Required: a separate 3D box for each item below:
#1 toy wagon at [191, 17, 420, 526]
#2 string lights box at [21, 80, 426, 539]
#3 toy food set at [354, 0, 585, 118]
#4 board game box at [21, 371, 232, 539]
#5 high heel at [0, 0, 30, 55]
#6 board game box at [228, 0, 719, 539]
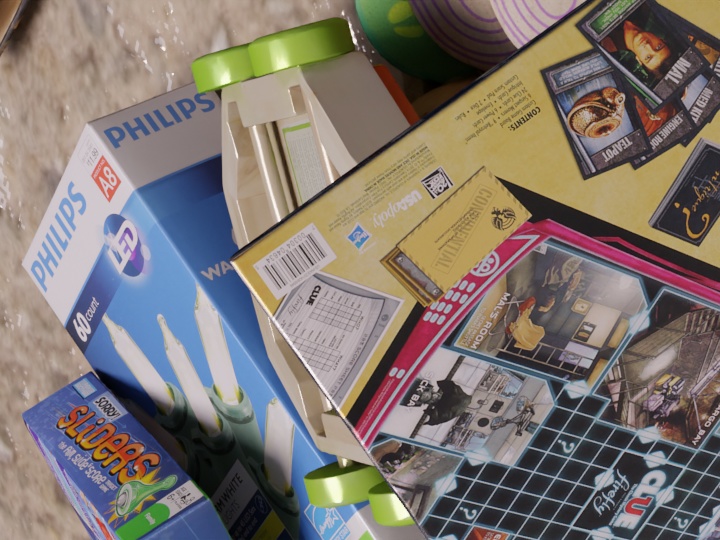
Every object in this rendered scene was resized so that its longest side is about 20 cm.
[{"bbox_3d":[0.000,0.000,0.740,0.200,0.039,0.156,179,75,-71],"label":"toy wagon"},{"bbox_3d":[-0.040,0.040,0.890,0.200,0.059,0.103,54,144,15],"label":"string lights box"},{"bbox_3d":[0.073,-0.049,0.723,0.200,0.049,0.199,17,121,44],"label":"toy food set"},{"bbox_3d":[-0.052,0.146,0.902,0.135,0.034,0.200,36,155,60],"label":"board game box"},{"bbox_3d":[-0.124,-0.117,0.892,0.200,0.071,0.143,33,127,57],"label":"high heel"},{"bbox_3d":[0.085,-0.007,0.619,0.136,0.200,0.035,55,-175,-3],"label":"board game box"}]
